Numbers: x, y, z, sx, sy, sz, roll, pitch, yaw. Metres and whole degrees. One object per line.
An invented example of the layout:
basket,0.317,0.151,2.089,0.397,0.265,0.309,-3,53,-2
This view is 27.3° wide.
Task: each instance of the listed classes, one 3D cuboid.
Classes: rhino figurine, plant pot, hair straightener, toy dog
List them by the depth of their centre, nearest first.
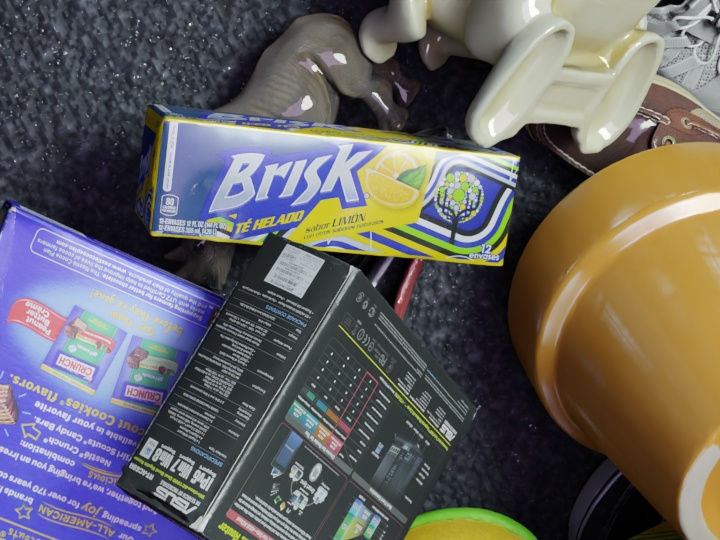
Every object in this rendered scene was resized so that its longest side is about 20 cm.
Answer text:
toy dog,0.070,-0.185,0.831,0.139,0.200,0.194,-12,137,-41
plant pot,0.203,0.059,0.836,0.199,0.183,0.201,-6,125,-9
rhino figurine,-0.056,-0.065,0.870,0.087,0.060,0.200,43,86,-16
hair straightener,0.000,0.000,0.895,0.077,0.041,0.200,25,94,-13

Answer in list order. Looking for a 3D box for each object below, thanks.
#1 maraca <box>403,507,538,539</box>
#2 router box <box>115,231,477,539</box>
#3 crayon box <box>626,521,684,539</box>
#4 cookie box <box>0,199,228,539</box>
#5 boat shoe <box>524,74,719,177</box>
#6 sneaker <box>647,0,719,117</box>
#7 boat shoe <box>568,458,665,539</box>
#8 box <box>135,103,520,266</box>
maraca,0.032,0.227,0.890,0.200,0.107,0.137,-38,95,2
router box,-0.025,0.093,0.796,0.150,0.062,0.200,-59,147,-13
crayon box,0.161,0.259,0.875,0.172,0.058,0.201,-18,117,-28
cookie box,-0.157,0.087,0.813,0.171,0.075,0.200,25,88,-15
boat shoe,0.195,-0.064,0.909,0.199,0.072,0.072,21,121,-17
sneaker,0.196,-0.150,0.906,0.200,0.082,0.075,30,88,-15
boat shoe,0.159,0.211,0.934,0.072,0.068,0.201,21,90,-13
box,-0.019,-0.047,0.816,0.199,0.070,0.065,4,101,-17
